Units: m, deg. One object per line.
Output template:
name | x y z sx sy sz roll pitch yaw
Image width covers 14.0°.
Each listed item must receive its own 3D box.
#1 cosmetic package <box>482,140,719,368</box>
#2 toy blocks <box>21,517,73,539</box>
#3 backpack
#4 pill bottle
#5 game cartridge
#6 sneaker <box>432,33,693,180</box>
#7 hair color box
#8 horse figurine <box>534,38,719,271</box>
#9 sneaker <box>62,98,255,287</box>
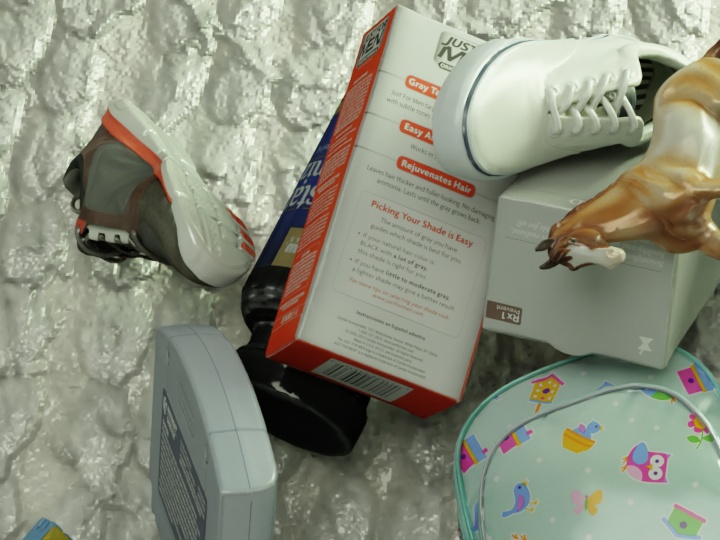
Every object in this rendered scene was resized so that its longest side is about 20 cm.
cosmetic package | 0.147 -0.026 1.615 0.107 0.200 0.090 12 111 15
toy blocks | -0.187 0.198 1.595 0.100 0.200 0.137 46 75 -19
backpack | 0.137 0.138 1.559 0.175 0.153 0.200 -22 54 5
pill bottle | 0.000 0.000 1.674 0.112 0.112 0.200 19 69 20
game cartridge | -0.081 0.113 1.577 0.041 0.133 0.200 -5 26 -12
sneaker | 0.114 -0.094 1.561 0.071 0.200 0.073 3 107 37
hair color box | 0.028 -0.032 1.598 0.101 0.061 0.200 22 72 -13
horse figurine | 0.186 -0.064 1.502 0.132 0.050 0.200 6 54 30
sneaker | -0.125 -0.027 1.717 0.082 0.077 0.200 -44 30 4
